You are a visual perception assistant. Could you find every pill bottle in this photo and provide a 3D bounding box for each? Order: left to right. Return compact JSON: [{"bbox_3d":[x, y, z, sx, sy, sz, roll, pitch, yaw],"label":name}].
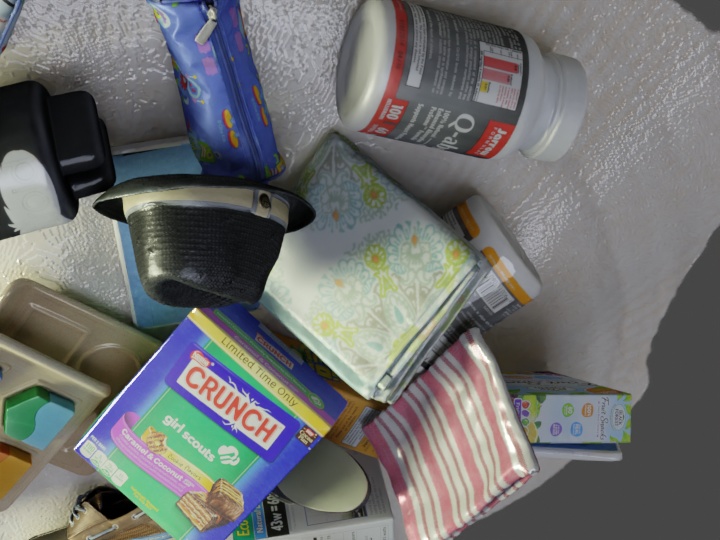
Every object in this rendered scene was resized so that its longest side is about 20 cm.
[{"bbox_3d":[0.066,0.027,1.173,0.200,0.117,0.116,-35,124,11],"label":"pill bottle"},{"bbox_3d":[0.088,-0.160,1.052,0.199,0.116,0.116,10,121,-19],"label":"pill bottle"}]

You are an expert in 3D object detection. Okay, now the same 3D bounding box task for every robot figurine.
[{"bbox_3d":[-0.309,-0.088,1.005,0.199,0.125,0.151,-14,118,-4],"label":"robot figurine"}]

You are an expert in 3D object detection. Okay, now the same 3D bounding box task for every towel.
[{"bbox_3d":[0.000,0.000,1.109,0.171,0.200,0.048,-53,162,13],"label":"towel"},{"bbox_3d":[0.080,0.165,1.140,0.030,0.147,0.200,-4,150,-37],"label":"towel"}]

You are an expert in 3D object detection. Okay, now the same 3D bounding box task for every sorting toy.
[{"bbox_3d":[-0.364,0.143,1.142,0.185,0.037,0.200,32,112,-34],"label":"sorting toy"},{"bbox_3d":[-0.299,0.106,1.193,0.199,0.037,0.185,27,114,-32],"label":"sorting toy"}]

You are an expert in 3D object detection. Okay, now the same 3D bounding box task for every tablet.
[{"bbox_3d":[-0.164,-0.035,1.140,0.129,0.014,0.201,-9,126,-8],"label":"tablet"},{"bbox_3d":[0.164,0.175,1.249,0.199,0.130,0.014,2,93,8],"label":"tablet"}]

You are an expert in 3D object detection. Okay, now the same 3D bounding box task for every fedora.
[{"bbox_3d":[-0.131,-0.017,1.028,0.199,0.201,0.092,3,79,-15],"label":"fedora"}]

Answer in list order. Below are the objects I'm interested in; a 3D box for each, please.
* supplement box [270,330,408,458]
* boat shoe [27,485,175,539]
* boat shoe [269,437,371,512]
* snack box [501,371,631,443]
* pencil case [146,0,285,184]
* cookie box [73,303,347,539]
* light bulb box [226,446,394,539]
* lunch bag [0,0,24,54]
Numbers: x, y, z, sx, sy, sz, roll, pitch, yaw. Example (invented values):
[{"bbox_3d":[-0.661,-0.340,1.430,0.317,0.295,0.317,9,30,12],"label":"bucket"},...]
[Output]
[{"bbox_3d":[-0.039,0.127,1.246,0.199,0.067,0.069,21,116,-25],"label":"supplement box"},{"bbox_3d":[-0.272,0.267,1.289,0.199,0.072,0.073,-15,105,5],"label":"boat shoe"},{"bbox_3d":[-0.070,0.204,1.234,0.199,0.071,0.063,12,154,31],"label":"boat shoe"},{"bbox_3d":[0.165,0.135,1.222,0.141,0.200,0.053,0,92,-14],"label":"snack box"},{"bbox_3d":[-0.119,-0.158,1.015,0.078,0.087,0.201,-22,123,-14],"label":"pencil case"},{"bbox_3d":[-0.142,0.147,1.155,0.171,0.075,0.200,42,108,-2],"label":"cookie box"},{"bbox_3d":[-0.068,0.310,1.325,0.199,0.125,0.199,-7,125,-7],"label":"light bulb box"},{"bbox_3d":[-0.329,-0.248,0.922,0.160,0.076,0.201,20,118,-22],"label":"lunch bag"}]
